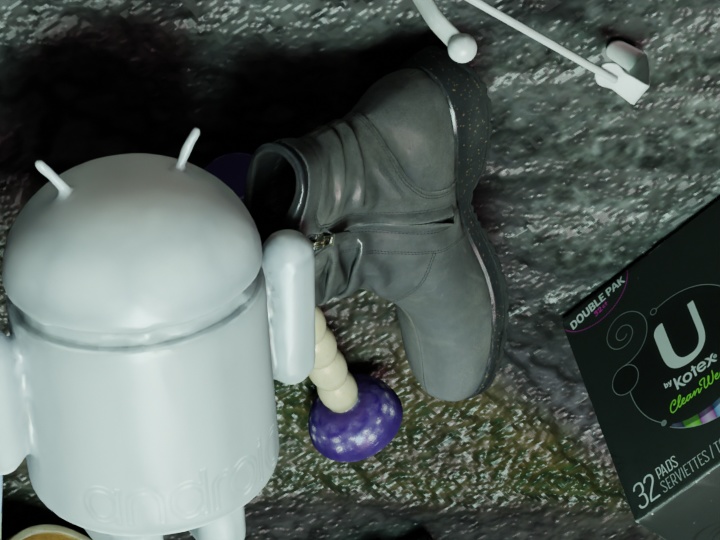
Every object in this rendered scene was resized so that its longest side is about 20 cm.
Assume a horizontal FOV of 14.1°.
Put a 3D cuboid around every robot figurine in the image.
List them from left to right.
[{"bbox_3d":[-0.094,0.034,1.264,0.169,0.113,0.201,-20,123,-25],"label":"robot figurine"}]

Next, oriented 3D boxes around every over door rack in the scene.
[{"bbox_3d":[0.099,-0.154,1.296,0.199,0.067,0.148,19,126,-33],"label":"over door rack"}]

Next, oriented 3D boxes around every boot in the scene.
[{"bbox_3d":[0.000,0.000,1.375,0.131,0.070,0.201,-34,131,-32],"label":"boot"}]

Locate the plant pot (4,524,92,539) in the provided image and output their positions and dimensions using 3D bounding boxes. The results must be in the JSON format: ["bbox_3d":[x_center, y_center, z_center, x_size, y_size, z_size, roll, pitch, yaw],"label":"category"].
[{"bbox_3d":[-0.218,0.256,1.538,0.199,0.187,0.186,-24,138,25],"label":"plant pot"}]

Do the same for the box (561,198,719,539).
[{"bbox_3d":[0.230,0.044,1.476,0.200,0.149,0.124,-39,132,20],"label":"box"}]

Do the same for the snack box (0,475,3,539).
[{"bbox_3d":[-0.203,0.112,1.348,0.053,0.142,0.201,-1,102,-19],"label":"snack box"}]

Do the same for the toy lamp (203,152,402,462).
[{"bbox_3d":[-0.031,0.018,1.432,0.058,0.058,0.200,-23,136,5],"label":"toy lamp"}]

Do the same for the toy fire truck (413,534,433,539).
[{"bbox_3d":[0.056,0.267,1.605,0.128,0.201,0.176,-24,136,6],"label":"toy fire truck"}]
